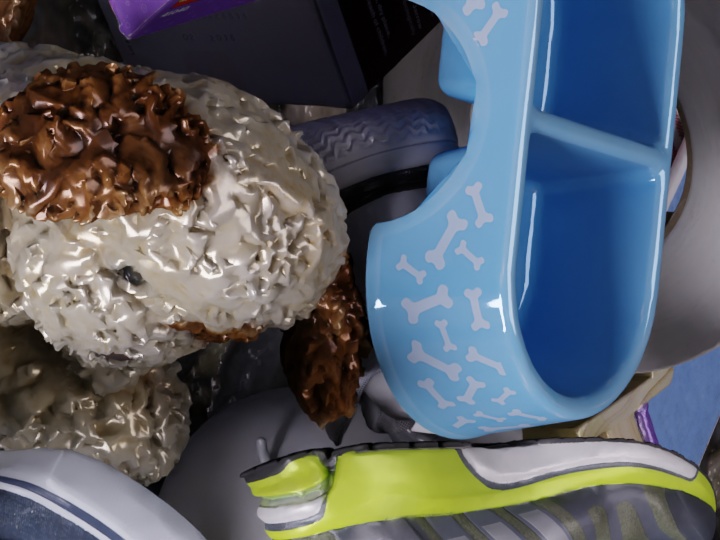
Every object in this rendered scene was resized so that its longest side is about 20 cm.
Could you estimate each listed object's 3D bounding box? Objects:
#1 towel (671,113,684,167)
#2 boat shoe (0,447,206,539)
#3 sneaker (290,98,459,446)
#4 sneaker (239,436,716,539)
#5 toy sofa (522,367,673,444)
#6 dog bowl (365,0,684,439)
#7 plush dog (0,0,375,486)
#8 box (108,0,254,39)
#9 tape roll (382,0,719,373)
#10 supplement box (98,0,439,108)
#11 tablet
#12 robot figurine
[{"bbox_3d":[0.145,-0.014,1.151,0.200,0.030,0.147,-58,137,-34],"label":"towel"},{"bbox_3d":[-0.126,0.100,0.666,0.091,0.200,0.071,-47,129,-33],"label":"boat shoe"},{"bbox_3d":[0.000,0.000,0.839,0.075,0.200,0.116,-12,94,-8],"label":"sneaker"},{"bbox_3d":[0.046,0.102,0.814,0.199,0.074,0.081,1,83,-33],"label":"sneaker"},{"bbox_3d":[0.130,0.132,1.015,0.097,0.083,0.201,-30,106,-34],"label":"toy sofa"},{"bbox_3d":[0.059,-0.043,0.747,0.111,0.049,0.201,11,83,-51],"label":"dog bowl"},{"bbox_3d":[-0.079,-0.019,0.729,0.200,0.171,0.161,34,68,-49],"label":"plush dog"},{"bbox_3d":[-0.028,-0.165,0.749,0.200,0.039,0.137,-25,84,-44],"label":"box"},{"bbox_3d":[0.109,-0.062,0.948,0.071,0.202,0.204,-27,116,-48],"label":"tape roll"},{"bbox_3d":[0.001,-0.140,0.871,0.200,0.108,0.061,-47,128,-37],"label":"supplement box"},{"bbox_3d":[0.158,0.030,1.137,0.201,0.014,0.130,-61,138,-29],"label":"tablet"},{"bbox_3d":[-0.004,0.112,0.897,0.200,0.113,0.170,26,101,-51],"label":"robot figurine"}]
